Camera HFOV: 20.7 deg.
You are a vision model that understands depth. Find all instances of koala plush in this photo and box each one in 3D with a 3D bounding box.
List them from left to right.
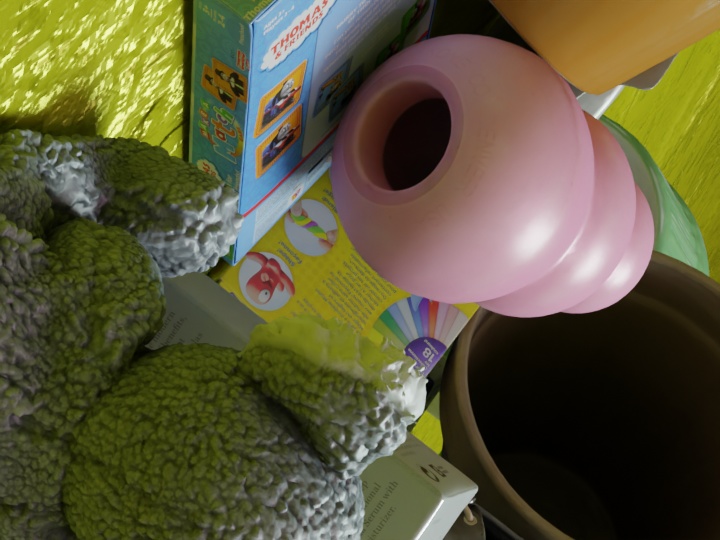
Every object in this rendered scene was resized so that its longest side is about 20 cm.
[{"bbox_3d":[-0.084,0.060,0.703,0.178,0.199,0.184,-60,159,7],"label":"koala plush"}]

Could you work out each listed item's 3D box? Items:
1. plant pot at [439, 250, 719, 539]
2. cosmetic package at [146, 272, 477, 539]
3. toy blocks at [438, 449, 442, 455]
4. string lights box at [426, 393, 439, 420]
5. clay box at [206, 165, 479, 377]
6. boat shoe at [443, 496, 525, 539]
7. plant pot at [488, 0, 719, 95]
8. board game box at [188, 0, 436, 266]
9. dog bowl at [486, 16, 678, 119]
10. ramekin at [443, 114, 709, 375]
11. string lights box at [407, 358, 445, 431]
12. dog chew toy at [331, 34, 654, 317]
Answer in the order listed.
[{"bbox_3d":[0.120,0.113,1.088,0.200,0.200,0.174,-43,168,-36],"label":"plant pot"},{"bbox_3d":[-0.061,0.074,0.837,0.102,0.199,0.071,-54,166,7],"label":"cosmetic package"},{"bbox_3d":[0.157,0.088,1.291,0.201,0.136,0.100,-52,162,-8],"label":"toy blocks"},{"bbox_3d":[0.089,-0.001,1.350,0.200,0.102,0.059,-48,164,-18],"label":"string lights box"},{"bbox_3d":[0.000,0.000,0.999,0.200,0.115,0.048,-50,-168,-29],"label":"clay box"},{"bbox_3d":[0.067,0.141,0.949,0.057,0.200,0.067,-42,-159,17],"label":"boat shoe"},{"bbox_3d":[0.140,-0.189,0.933,0.183,0.201,0.200,-41,170,18],"label":"plant pot"},{"bbox_3d":[-0.017,-0.108,0.886,0.151,0.036,0.200,-47,166,-25],"label":"board game box"},{"bbox_3d":[0.114,-0.121,1.105,0.200,0.059,0.200,-51,-170,13],"label":"dog bowl"},{"bbox_3d":[0.111,-0.007,1.221,0.200,0.199,0.098,-51,152,-8],"label":"ramekin"},{"bbox_3d":[-0.043,0.072,1.061,0.059,0.103,0.200,-56,167,30],"label":"string lights box"},{"bbox_3d":[0.075,-0.034,0.948,0.125,0.124,0.199,-55,142,8],"label":"dog chew toy"}]
